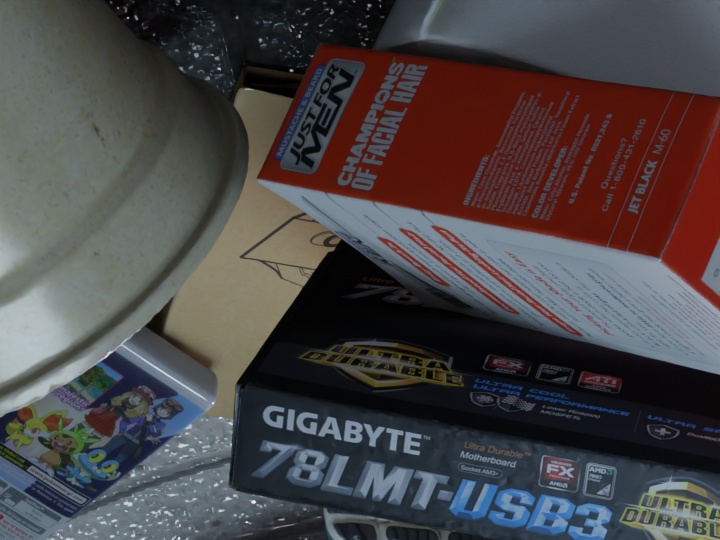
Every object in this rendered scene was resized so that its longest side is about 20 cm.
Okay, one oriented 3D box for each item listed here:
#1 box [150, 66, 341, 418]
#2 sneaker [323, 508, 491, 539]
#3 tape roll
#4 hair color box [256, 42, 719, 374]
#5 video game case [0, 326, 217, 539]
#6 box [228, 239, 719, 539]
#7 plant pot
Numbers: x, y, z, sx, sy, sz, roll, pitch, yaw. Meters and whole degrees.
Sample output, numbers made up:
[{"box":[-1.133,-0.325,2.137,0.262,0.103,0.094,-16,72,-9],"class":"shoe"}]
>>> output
[{"box":[0.000,0.000,1.227,0.162,0.021,0.201,8,135,-15],"class":"box"},{"box":[0.073,0.136,1.346,0.199,0.078,0.080,10,143,-17],"class":"sneaker"},{"box":[0.103,-0.063,1.058,0.202,0.071,0.203,26,167,6],"class":"tape roll"},{"box":[0.072,-0.021,0.987,0.199,0.064,0.111,11,162,46],"class":"hair color box"},{"box":[-0.195,0.050,1.238,0.200,0.023,0.182,36,122,-27],"class":"video game case"},{"box":[0.067,0.045,1.083,0.199,0.199,0.050,10,112,10],"class":"box"},{"box":[-0.170,-0.072,1.027,0.199,0.201,0.184,-22,123,15],"class":"plant pot"}]
